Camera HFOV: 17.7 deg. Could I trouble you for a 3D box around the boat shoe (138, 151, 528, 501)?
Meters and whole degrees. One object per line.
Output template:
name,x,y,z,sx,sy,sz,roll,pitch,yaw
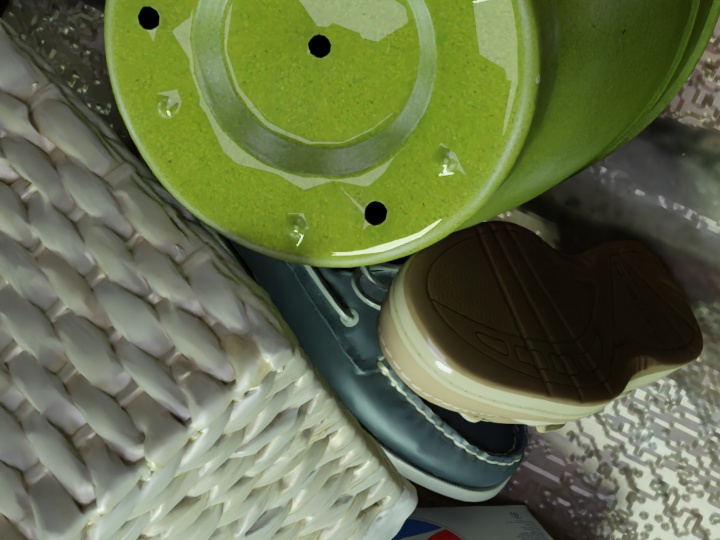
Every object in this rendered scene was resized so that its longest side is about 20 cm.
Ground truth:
boat shoe,0.000,0.000,0.888,0.200,0.075,0.062,51,125,3

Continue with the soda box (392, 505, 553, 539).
soda box,-0.010,0.136,0.880,0.199,0.064,0.069,2,119,-32

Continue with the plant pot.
plant pot,0.009,-0.091,0.733,0.198,0.193,0.202,5,111,14

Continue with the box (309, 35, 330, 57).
box,0.035,-0.147,0.836,0.200,0.049,0.160,-40,93,24

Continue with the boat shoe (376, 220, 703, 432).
boat shoe,0.056,0.029,0.818,0.064,0.199,0.072,-33,72,26

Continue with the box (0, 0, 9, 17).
box,-0.265,-0.060,0.863,0.165,0.200,0.165,33,114,0

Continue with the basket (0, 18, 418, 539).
basket,-0.123,0.049,0.749,0.198,0.161,0.200,-41,62,-7
